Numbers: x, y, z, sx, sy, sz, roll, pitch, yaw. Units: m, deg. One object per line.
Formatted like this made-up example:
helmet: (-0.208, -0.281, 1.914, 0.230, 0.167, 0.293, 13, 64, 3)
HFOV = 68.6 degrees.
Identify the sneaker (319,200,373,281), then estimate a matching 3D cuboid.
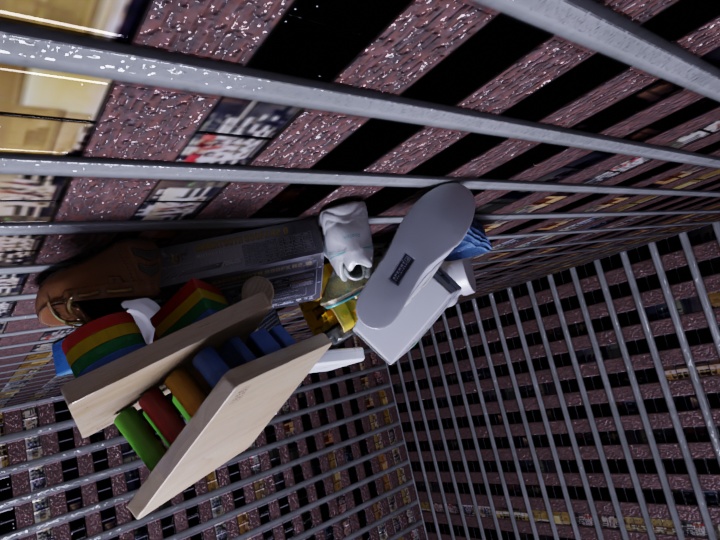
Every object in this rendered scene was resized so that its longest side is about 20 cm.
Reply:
sneaker: (-0.018, -0.022, 0.669, 0.069, 0.082, 0.200, -15, 172, -3)

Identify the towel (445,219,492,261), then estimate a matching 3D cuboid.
towel: (0.142, -0.047, 0.853, 0.110, 0.050, 0.199, -17, 171, 22)

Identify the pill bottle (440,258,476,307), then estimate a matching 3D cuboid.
pill bottle: (0.133, 0.031, 1.096, 0.197, 0.115, 0.113, -18, 170, 23)

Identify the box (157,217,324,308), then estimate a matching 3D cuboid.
box: (-0.146, 0.008, 0.664, 0.196, 0.049, 0.159, -13, 159, -10)

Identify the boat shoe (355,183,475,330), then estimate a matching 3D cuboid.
boat shoe: (0.065, -0.015, 0.638, 0.202, 0.071, 0.066, -58, 177, -1)

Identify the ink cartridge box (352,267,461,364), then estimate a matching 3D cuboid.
ink cartridge box: (0.083, 0.060, 0.856, 0.147, 0.084, 0.200, -51, 168, 10)

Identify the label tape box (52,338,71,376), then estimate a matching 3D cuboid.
label tape box: (-0.468, 0.148, 1.033, 0.143, 0.065, 0.198, -21, 168, 34)

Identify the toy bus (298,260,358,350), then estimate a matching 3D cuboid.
toy bus: (-0.010, 0.039, 0.931, 0.189, 0.138, 0.200, -25, 172, -19)

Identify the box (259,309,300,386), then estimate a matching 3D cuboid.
box: (-0.226, 0.193, 1.134, 0.105, 0.204, 0.148, -17, -173, 18)

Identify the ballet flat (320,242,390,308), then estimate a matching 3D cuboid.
ballet flat: (0.000, 0.000, 0.806, 0.070, 0.072, 0.199, -22, 180, 41)

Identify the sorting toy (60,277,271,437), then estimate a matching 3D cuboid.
sorting toy: (-0.216, 0.083, 0.567, 0.198, 0.070, 0.199, -26, 169, -32)

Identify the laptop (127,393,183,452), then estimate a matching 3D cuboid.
laptop: (-0.260, 0.192, 0.857, 0.186, 0.117, 0.200, -34, 158, 1)

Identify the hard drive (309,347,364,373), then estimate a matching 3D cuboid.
hard drive: (-0.109, 0.162, 0.908, 0.197, 0.027, 0.131, 1, 162, -38)

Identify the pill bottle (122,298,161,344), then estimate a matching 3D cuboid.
pill bottle: (-0.353, 0.110, 0.829, 0.110, 0.115, 0.200, -10, 170, -19)

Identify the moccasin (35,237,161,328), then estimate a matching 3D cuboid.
moccasin: (-0.286, 0.031, 0.574, 0.198, 0.079, 0.073, -19, 169, 25)

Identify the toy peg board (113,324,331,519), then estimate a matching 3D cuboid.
toy peg board: (-0.161, 0.136, 0.596, 0.200, 0.098, 0.199, -52, 165, 18)

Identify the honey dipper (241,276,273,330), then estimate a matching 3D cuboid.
honey dipper: (-0.138, 0.057, 0.685, 0.037, 0.039, 0.200, -11, 163, -18)
